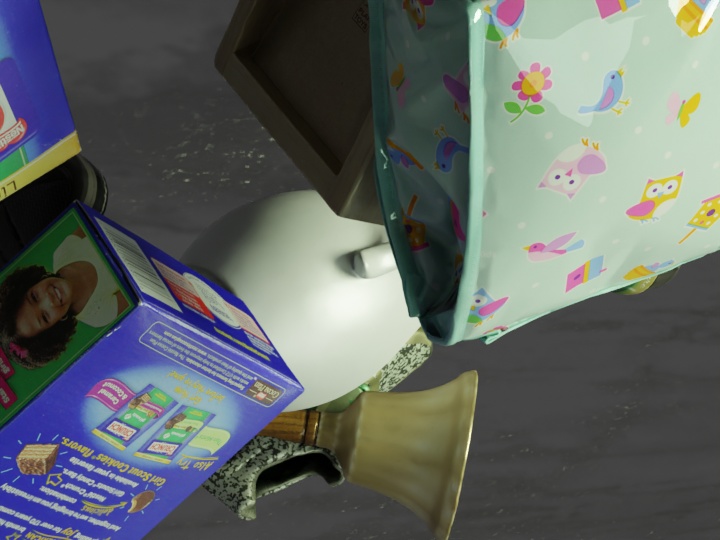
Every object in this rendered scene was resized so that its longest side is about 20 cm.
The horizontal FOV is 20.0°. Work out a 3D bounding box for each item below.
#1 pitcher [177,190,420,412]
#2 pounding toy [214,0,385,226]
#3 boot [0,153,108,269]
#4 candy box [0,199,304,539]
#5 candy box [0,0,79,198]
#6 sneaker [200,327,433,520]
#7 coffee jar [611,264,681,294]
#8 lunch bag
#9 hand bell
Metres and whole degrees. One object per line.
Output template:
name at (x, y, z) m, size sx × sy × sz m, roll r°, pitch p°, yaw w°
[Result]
pitcher at (0.000, 0.000, 1.168) m, size 0.199 × 0.122 × 0.171 m, roll -20°, pitch 173°, yaw -39°
pounding toy at (0.025, -0.113, 1.074) m, size 0.141 × 0.184 × 0.201 m, roll 9°, pitch 119°, yaw -37°
boot at (-0.164, 0.027, 1.080) m, size 0.150 × 0.073 × 0.201 m, roll 15°, pitch 117°, yaw -52°
candy box at (-0.153, 0.079, 1.023) m, size 0.200 × 0.077 × 0.169 m, roll -42°, pitch 149°, yaw 8°
candy box at (-0.225, -0.094, 0.873) m, size 0.169 × 0.077 × 0.201 m, roll -35°, pitch 146°, yaw -21°
sneaker at (-0.025, 0.101, 1.293) m, size 0.199 × 0.089 × 0.077 m, roll -28°, pitch 146°, yaw -25°
coffee jar at (0.138, -0.031, 1.344) m, size 0.199 × 0.085 × 0.105 m, roll -7°, pitch 126°, yaw -43°
lunch bag at (0.095, -0.071, 0.936) m, size 0.169 × 0.122 × 0.201 m, roll -19°, pitch 127°, yaw -21°
hand bell at (-0.036, 0.092, 1.221) m, size 0.104 × 0.198 × 0.105 m, roll 11°, pitch 90°, yaw -90°
